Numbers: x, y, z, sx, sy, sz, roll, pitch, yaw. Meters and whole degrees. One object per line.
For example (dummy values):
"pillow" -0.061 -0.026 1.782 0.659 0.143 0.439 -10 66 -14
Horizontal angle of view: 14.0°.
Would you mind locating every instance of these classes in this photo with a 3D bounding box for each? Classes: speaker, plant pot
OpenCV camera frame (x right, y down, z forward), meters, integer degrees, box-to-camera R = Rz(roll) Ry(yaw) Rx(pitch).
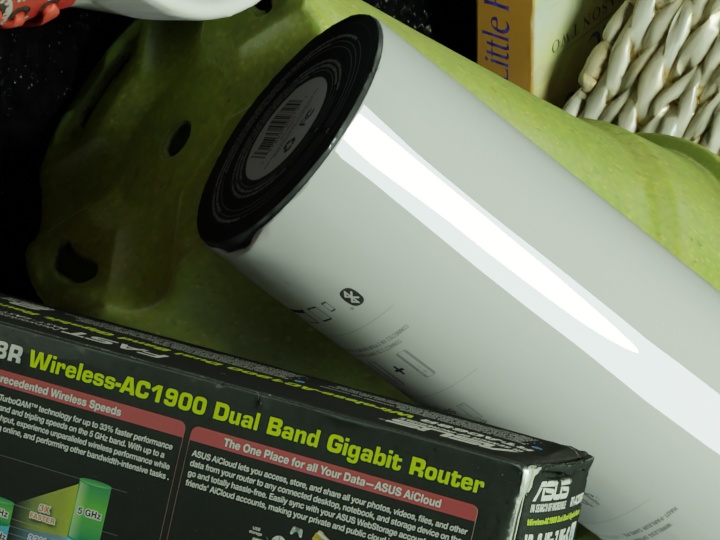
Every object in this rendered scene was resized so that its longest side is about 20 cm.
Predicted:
"speaker" 0.053 0.018 0.836 0.200 0.081 0.081 37 64 -20
"plant pot" 0.000 0.000 0.944 0.184 0.200 0.201 34 68 -32

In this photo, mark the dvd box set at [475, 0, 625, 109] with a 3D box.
"dvd box set" 0.092 -0.144 1.091 0.146 0.029 0.201 -39 139 -41

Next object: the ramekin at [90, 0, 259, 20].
"ramekin" -0.081 -0.168 0.759 0.200 0.105 0.201 5 90 -65

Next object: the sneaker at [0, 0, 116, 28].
"sneaker" -0.137 -0.083 0.854 0.201 0.067 0.108 25 76 -44

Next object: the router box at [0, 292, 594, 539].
"router box" -0.049 0.099 0.809 0.062 0.199 0.150 1 103 -68

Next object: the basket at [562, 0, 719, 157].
"basket" 0.192 -0.048 1.096 0.200 0.161 0.199 1 120 -59
